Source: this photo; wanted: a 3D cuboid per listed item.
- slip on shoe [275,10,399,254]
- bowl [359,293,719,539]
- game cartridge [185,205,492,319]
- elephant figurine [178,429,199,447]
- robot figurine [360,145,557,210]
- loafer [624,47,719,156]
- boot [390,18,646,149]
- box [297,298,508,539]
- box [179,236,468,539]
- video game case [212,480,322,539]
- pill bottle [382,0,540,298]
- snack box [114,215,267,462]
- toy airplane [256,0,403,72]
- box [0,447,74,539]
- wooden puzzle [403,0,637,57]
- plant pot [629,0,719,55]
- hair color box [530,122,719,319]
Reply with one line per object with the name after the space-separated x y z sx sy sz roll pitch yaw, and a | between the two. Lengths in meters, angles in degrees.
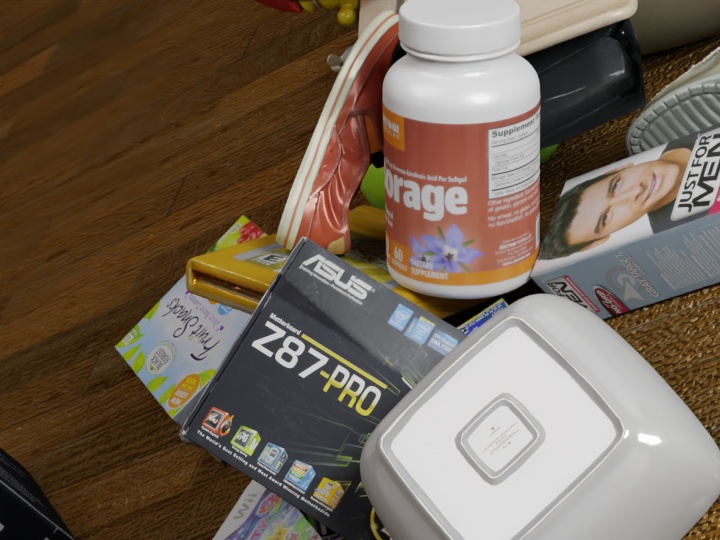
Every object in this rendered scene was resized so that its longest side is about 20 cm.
-0.004 -0.101 1.692 0.074 0.061 0.200 112 178 -75 | slip on shoe
0.100 0.119 1.410 0.200 0.075 0.200 -43 51 3 | bowl
0.000 0.000 1.687 0.176 0.032 0.200 18 27 39 | game cartridge
-0.023 0.059 1.731 0.142 0.155 0.200 -56 11 35 | elephant figurine
0.079 -0.109 1.830 0.200 0.116 0.175 -35 21 20 | robot figurine
0.282 -0.132 1.625 0.200 0.075 0.070 -30 15 24 | loafer
0.110 -0.154 1.700 0.200 0.066 0.165 -29 57 27 | boot
0.041 0.109 1.591 0.200 0.064 0.070 -34 26 6 | box
0.004 0.096 1.529 0.161 0.200 0.049 -57 -12 -4 | box
-0.058 0.218 1.659 0.200 0.018 0.143 -4 48 55 | video game case
0.071 -0.090 1.597 0.112 0.200 0.112 -2 23 1 | pill bottle
-0.110 0.054 1.927 0.169 0.068 0.200 -46 24 -2 | snack box
0.014 -0.285 2.204 0.200 0.141 0.199 -42 62 -15 | toy airplane
-0.377 0.190 1.977 0.117 0.197 0.200 -48 25 -3 | box
0.115 -0.232 1.683 0.185 0.037 0.200 -19 54 25 | wooden puzzle
0.225 -0.245 1.774 0.200 0.187 0.187 -35 24 49 | plant pot
0.221 -0.038 1.571 0.200 0.061 0.099 -21 34 43 | hair color box
